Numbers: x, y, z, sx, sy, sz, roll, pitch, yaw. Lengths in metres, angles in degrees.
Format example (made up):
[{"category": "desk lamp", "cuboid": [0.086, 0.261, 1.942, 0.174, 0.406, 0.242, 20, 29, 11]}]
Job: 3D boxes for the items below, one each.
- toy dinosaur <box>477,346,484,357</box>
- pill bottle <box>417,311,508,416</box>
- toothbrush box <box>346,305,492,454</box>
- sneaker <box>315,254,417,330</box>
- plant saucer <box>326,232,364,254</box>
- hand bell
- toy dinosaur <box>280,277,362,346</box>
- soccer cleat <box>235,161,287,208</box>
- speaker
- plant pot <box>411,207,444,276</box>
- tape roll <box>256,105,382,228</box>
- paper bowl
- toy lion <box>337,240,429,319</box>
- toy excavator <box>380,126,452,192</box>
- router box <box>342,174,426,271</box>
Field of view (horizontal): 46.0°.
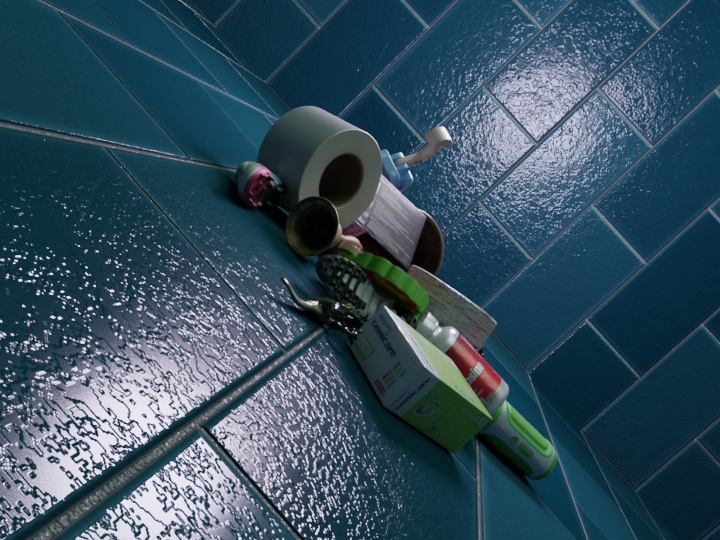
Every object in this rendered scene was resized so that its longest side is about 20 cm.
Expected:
[{"category": "toy dinosaur", "cuboid": [0.180, 0.169, 1.859, 0.179, 0.202, 0.105, 8, 34, -14]}, {"category": "pill bottle", "cuboid": [0.158, 0.174, 1.496, 0.200, 0.112, 0.112, 46, 8, -3]}, {"category": "toothbrush box", "cuboid": [0.089, 0.165, 1.268, 0.200, 0.086, 0.146, 41, 10, -43]}, {"category": "sneaker", "cuboid": [-0.006, 0.051, 1.369, 0.199, 0.067, 0.090, 38, -30, -21]}, {"category": "plant saucer", "cuboid": [0.000, 0.000, 1.697, 0.200, 0.051, 0.201, 45, 12, -12]}, {"category": "hand bell", "cuboid": [-0.044, -0.057, 1.534, 0.104, 0.104, 0.200, 51, 11, 24]}, {"category": "toy dinosaur", "cuboid": [-0.044, 0.060, 1.211, 0.088, 0.048, 0.200, 33, 0, 25]}, {"category": "soccer cleat", "cuboid": [-0.187, -0.151, 1.440, 0.086, 0.070, 0.200, 38, 2, 7]}, {"category": "speaker", "cuboid": [0.288, 0.314, 1.610, 0.200, 0.088, 0.089, 44, 9, -25]}, {"category": "plant pot", "cuboid": [0.066, -0.051, 1.928, 0.200, 0.201, 0.174, 43, -10, -23]}, {"category": "tape roll", "cuboid": [-0.077, -0.191, 1.590, 0.139, 0.204, 0.202, 33, -2, 39]}, {"category": "paper bowl", "cuboid": [0.153, 0.086, 1.622, 0.200, 0.105, 0.201, 34, 0, 0]}, {"category": "toy lion", "cuboid": [0.044, 0.031, 1.436, 0.191, 0.069, 0.200, 20, -20, 43]}, {"category": "toy excavator", "cuboid": [0.091, -0.232, 1.874, 0.101, 0.198, 0.195, 62, -19, 18]}, {"category": "router box", "cuboid": [0.039, -0.108, 1.746, 0.200, 0.051, 0.150, 41, 51, -26]}]
